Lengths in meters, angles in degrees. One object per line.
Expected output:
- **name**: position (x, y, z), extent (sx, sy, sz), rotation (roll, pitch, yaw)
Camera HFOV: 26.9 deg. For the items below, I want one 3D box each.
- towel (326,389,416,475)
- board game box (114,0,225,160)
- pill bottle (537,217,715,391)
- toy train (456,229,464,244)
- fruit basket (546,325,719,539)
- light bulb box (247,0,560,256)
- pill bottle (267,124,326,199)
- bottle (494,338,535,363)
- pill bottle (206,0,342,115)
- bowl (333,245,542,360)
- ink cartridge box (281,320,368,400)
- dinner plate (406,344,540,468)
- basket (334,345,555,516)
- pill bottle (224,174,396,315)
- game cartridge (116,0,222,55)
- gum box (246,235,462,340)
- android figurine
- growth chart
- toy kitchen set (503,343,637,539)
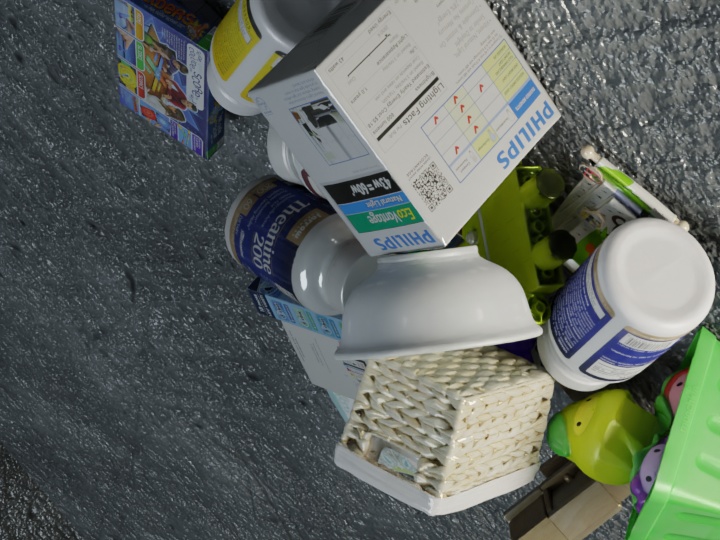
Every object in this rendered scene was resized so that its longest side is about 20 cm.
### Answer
- **towel**: position (0.050, 0.203, 2.031), extent (0.170, 0.048, 0.201), rotation (5, 135, 44)
- **board game box**: position (-0.214, -0.226, 1.704), extent (0.135, 0.035, 0.201), rotation (34, 151, 13)
- **pill bottle**: position (0.247, 0.040, 1.446), extent (0.115, 0.116, 0.200), rotation (40, 152, 3)
- **toy train**: position (0.109, -0.051, 1.613), extent (0.199, 0.034, 0.046), rotation (35, 148, 12)
- **fruit basket**: position (0.290, 0.165, 1.509), extent (0.215, 0.216, 0.156), rotation (33, 151, 15)
- **light bulb box**: position (0.043, -0.153, 1.379), extent (0.201, 0.198, 0.124), rotation (53, 152, -18)
- **pill bottle**: position (0.005, -0.122, 1.558), extent (0.199, 0.114, 0.115), rotation (16, 143, 40)
- **bottle**: position (0.147, 0.117, 1.627), extent (0.065, 0.083, 0.202), rotation (30, 119, 43)
- **pill bottle**: position (-0.089, -0.231, 1.526), extent (0.111, 0.111, 0.200), rotation (44, 151, -6)
- **bowl**: position (0.068, 0.027, 1.409), extent (0.200, 0.200, 0.091), rotation (-6, 91, 54)
- **ink cartridge box**: position (0.034, 0.061, 1.743), extent (0.199, 0.147, 0.145), rotation (16, 143, 39)
- **dinner plate**: position (0.129, 0.147, 1.688), extent (0.024, 0.200, 0.201), rotation (34, 156, 49)
- **basket**: position (0.090, 0.147, 1.502), extent (0.135, 0.199, 0.125), rotation (23, 107, 33)
- **pill bottle**: position (-0.048, -0.020, 1.599), extent (0.199, 0.111, 0.112), rotation (30, 152, 45)
- **game cartridge**: position (-0.207, -0.248, 1.736), extent (0.129, 0.038, 0.200), rotation (42, 152, -10)
- **gum box**: position (0.000, 0.000, 1.676), extent (0.199, 0.170, 0.045), rotation (16, 144, 39)
- **android figurine**: position (0.148, -0.026, 1.504), extent (0.200, 0.041, 0.184), rotation (146, 117, -63)
- **growth chart**: position (0.249, -0.032, 1.482), extent (0.144, 0.018, 0.200), rotation (37, 152, 8)
- **toy kitchen set**: position (0.210, 0.183, 1.695), extent (0.181, 0.200, 0.163), rotation (47, -167, -11)
